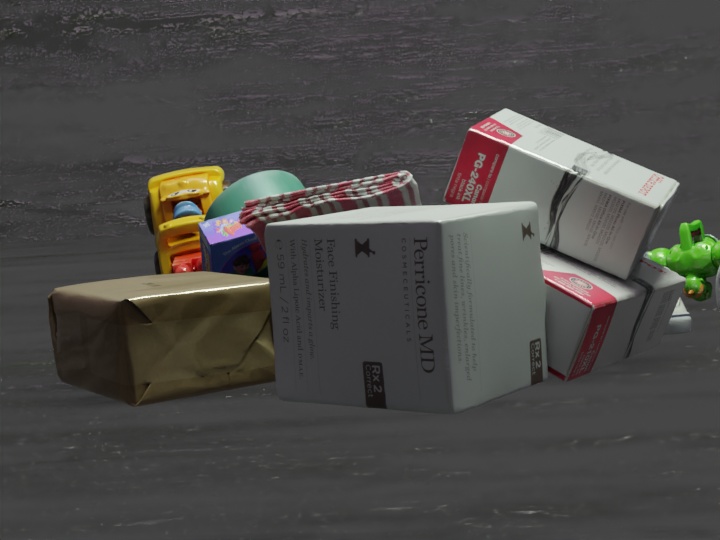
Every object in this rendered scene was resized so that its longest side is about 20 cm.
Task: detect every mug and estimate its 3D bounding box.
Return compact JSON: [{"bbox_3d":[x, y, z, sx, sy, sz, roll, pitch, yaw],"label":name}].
[{"bbox_3d":[-0.114,-0.033,1.725,0.152,0.115,0.185,-35,-32,4],"label":"mug"}]

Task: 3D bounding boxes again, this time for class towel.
[{"bbox_3d":[-0.028,-0.061,1.461,0.198,0.030,0.146,-11,-15,6],"label":"towel"}]

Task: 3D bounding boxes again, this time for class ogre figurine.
[{"bbox_3d":[0.436,-0.011,1.636,0.199,0.099,0.119,16,6,40],"label":"ogre figurine"}]

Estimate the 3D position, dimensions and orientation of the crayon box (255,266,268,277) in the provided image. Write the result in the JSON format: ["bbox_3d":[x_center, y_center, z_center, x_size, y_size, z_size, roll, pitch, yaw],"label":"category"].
[{"bbox_3d":[0.000,0.000,1.556,0.199,0.059,0.172,-1,-19,-32],"label":"crayon box"}]

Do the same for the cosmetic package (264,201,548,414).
[{"bbox_3d":[0.043,0.029,1.163,0.199,0.166,0.164,-1,7,39],"label":"cosmetic package"}]

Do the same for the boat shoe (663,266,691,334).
[{"bbox_3d":[0.324,0.029,1.432,0.070,0.070,0.200,-3,6,7],"label":"boat shoe"}]

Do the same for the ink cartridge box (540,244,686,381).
[{"bbox_3d":[0.206,0.025,1.268,0.144,0.085,0.199,31,24,31],"label":"ink cartridge box"}]

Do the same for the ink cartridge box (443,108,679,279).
[{"bbox_3d":[0.203,-0.079,1.283,0.199,0.084,0.145,25,21,14],"label":"ink cartridge box"}]

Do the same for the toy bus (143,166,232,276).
[{"bbox_3d":[-0.236,-0.033,1.816,0.135,0.202,0.192,-10,12,0],"label":"toy bus"}]

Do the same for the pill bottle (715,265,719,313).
[{"bbox_3d":[0.463,0.012,1.302,0.199,0.113,0.112,-9,8,-36],"label":"pill bottle"}]

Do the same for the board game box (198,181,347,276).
[{"bbox_3d":[-0.098,-0.022,1.610,0.199,0.135,0.045,-17,46,-19],"label":"board game box"}]

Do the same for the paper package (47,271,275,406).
[{"bbox_3d":[-0.192,0.061,1.308,0.189,0.104,0.199,-8,6,-32],"label":"paper package"}]
